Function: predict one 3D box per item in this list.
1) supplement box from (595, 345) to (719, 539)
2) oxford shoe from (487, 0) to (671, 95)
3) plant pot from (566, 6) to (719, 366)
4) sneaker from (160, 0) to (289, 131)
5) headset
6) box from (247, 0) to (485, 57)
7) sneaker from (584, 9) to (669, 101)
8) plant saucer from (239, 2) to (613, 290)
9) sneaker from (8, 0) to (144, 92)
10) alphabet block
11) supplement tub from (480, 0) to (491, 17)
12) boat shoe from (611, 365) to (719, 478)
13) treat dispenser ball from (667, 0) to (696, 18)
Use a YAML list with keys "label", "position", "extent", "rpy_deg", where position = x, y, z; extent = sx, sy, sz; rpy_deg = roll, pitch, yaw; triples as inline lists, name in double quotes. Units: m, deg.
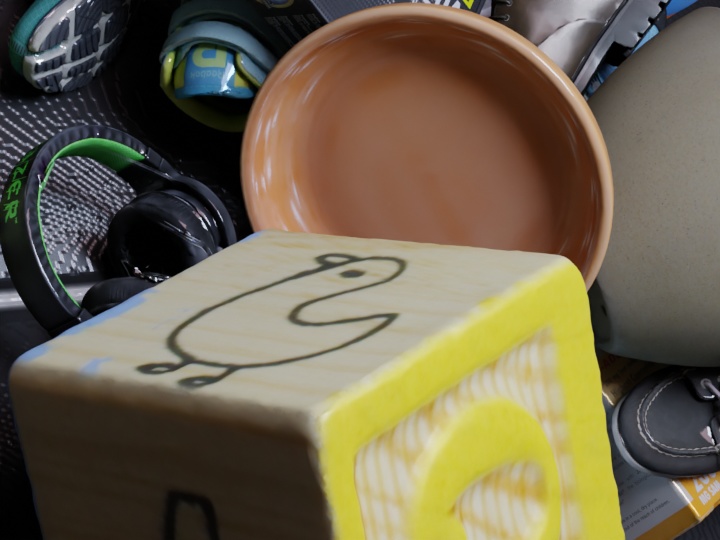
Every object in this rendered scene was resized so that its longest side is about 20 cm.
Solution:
- label: "supplement box"
  position: [0.149, 0.053, 1.330]
  extent: [0.200, 0.074, 0.126]
  rpy_deg: [52, 46, 4]
- label: "oxford shoe"
  position: [0.094, -0.115, 1.289]
  extent: [0.084, 0.073, 0.200]
  rpy_deg: [38, 74, 2]
- label: "plant pot"
  position: [0.172, -0.026, 1.239]
  extent: [0.134, 0.200, 0.201]
  rpy_deg: [-26, 77, -9]
- label: "sneaker"
  position: [-0.071, -0.166, 1.230]
  extent: [0.131, 0.079, 0.200]
  rpy_deg: [-65, 149, -48]
- label: "headset"
  position: [-0.095, 0.005, 1.172]
  extent: [0.200, 0.094, 0.124]
  rpy_deg: [43, 44, -28]
- label: "box"
  position: [-0.002, -0.191, 1.216]
  extent: [0.200, 0.044, 0.160]
  rpy_deg: [48, 54, -40]
- label: "sneaker"
  position: [0.182, -0.104, 1.403]
  extent: [0.200, 0.090, 0.079]
  rpy_deg: [49, 30, -56]
- label: "plant saucer"
  position: [0.036, -0.047, 1.179]
  extent: [0.200, 0.200, 0.037]
  rpy_deg: [42, 30, -5]
- label: "sneaker"
  position: [-0.157, -0.173, 1.273]
  extent: [0.080, 0.078, 0.200]
  rpy_deg: [21, 44, 2]
- label: "alphabet block"
  position: [-0.015, 0.106, 1.045]
  extent: [0.195, 0.200, 0.197]
  rpy_deg: [-31, 117, -43]
- label: "supplement tub"
  position: [0.039, -0.158, 1.362]
  extent: [0.107, 0.107, 0.200]
  rpy_deg: [-25, 80, -43]
- label: "boat shoe"
  position: [0.227, 0.073, 1.284]
  extent: [0.200, 0.057, 0.067]
  rpy_deg: [-5, 67, -39]
- label: "treat dispenser ball"
  position: [0.151, -0.248, 1.436]
  extent: [0.201, 0.201, 0.201]
  rpy_deg: [18, 53, -26]
